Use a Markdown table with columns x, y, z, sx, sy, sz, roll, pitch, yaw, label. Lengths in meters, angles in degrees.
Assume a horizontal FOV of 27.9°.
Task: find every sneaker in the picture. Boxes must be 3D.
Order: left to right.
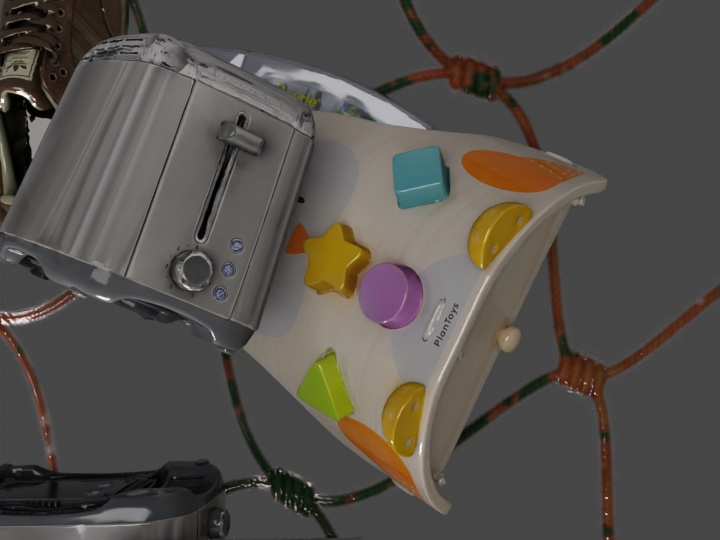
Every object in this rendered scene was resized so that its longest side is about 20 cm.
| x | y | z | sx | sy | sz | roll | pitch | yaw | label |
| --- | --- | --- | --- | --- | --- | --- | --- | --- | --- |
| -0.178 | -0.122 | 0.841 | 0.070 | 0.076 | 0.201 | -2 | 91 | 12 | sneaker |

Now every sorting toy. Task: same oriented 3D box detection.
| x | y | z | sx | sy | sz | roll | pitch | yaw | label |
| --- | --- | --- | --- | --- | --- | --- | --- | --- | --- |
| 0.000 | 0.000 | 0.775 | 0.180 | 0.107 | 0.201 | 28 | 96 | 29 | sorting toy |

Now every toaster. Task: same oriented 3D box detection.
| x | y | z | sx | sy | sz | roll | pitch | yaw | label |
| --- | --- | --- | --- | --- | --- | --- | --- | --- | --- |
| -0.169 | 0.181 | 0.827 | 0.199 | 0.114 | 0.130 | -3 | 93 | 10 | toaster |
| -0.106 | -0.042 | 0.743 | 0.113 | 0.200 | 0.130 | 24 | 84 | -26 | toaster |

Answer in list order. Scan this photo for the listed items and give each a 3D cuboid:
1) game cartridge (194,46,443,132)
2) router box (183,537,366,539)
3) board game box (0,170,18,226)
| x | y | z | sx | sy | sz | roll | pitch | yaw | label |
| --- | --- | --- | --- | --- | --- | --- | --- | --- | --- |
| -0.031 | -0.048 | 0.833 | 0.199 | 0.041 | 0.133 | 23 | 92 | 10 | game cartridge |
| -0.074 | 0.236 | 0.770 | 0.049 | 0.200 | 0.180 | 14 | 95 | 47 | router box |
| -0.322 | -0.063 | 0.809 | 0.199 | 0.200 | 0.041 | 15 | 94 | 12 | board game box |
